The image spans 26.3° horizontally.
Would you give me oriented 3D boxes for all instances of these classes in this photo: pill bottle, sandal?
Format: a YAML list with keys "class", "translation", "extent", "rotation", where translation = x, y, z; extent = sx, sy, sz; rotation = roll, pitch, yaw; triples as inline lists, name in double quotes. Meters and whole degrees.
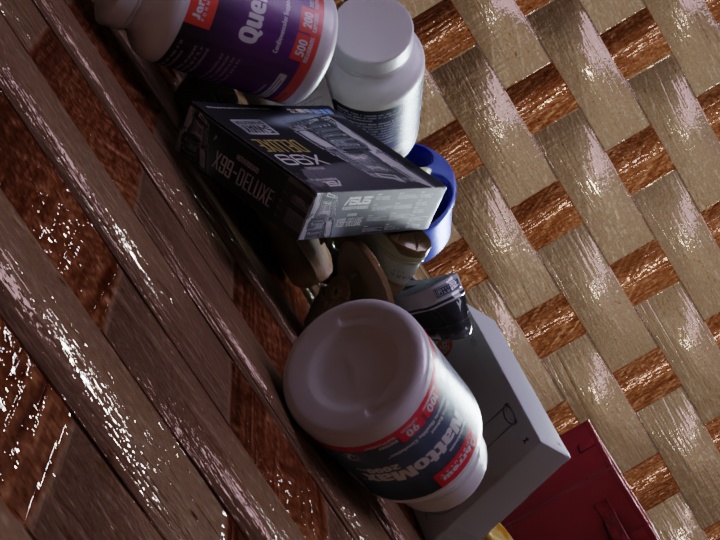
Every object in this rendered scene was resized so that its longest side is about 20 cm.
- class: "pill bottle"
  translation: [-0.128, -0.224, 1.362]
  extent: [0.200, 0.112, 0.112]
  rotation: [15, 29, -28]
- class: "pill bottle"
  translation: [0.010, -0.196, 1.594]
  extent: [0.111, 0.111, 0.200]
  rotation: [61, -12, 21]
- class: "sandal"
  translation: [-0.019, 0.056, 1.440]
  extent: [0.078, 0.070, 0.212]
  rotation: [47, -22, 23]
- class: "pill bottle"
  translation: [0.030, 0.117, 1.229]
  extent: [0.200, 0.120, 0.120]
  rotation: [51, 10, -54]

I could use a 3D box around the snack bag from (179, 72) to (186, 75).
- class: "snack bag"
  translation: [-0.244, -0.297, 1.532]
  extent: [0.189, 0.021, 0.200]
  rotation: [60, 5, 13]

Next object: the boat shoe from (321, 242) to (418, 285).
- class: "boat shoe"
  translation: [0.000, 0.000, 1.600]
  extent: [0.200, 0.075, 0.062]
  rotation: [37, -1, -3]

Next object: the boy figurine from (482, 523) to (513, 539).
- class: "boy figurine"
  translation: [0.146, 0.292, 1.638]
  extent: [0.200, 0.064, 0.124]
  rotation: [55, 3, -4]

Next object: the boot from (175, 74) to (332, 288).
- class: "boot"
  translation: [-0.105, -0.097, 1.525]
  extent: [0.200, 0.066, 0.175]
  rotation: [59, 7, -30]

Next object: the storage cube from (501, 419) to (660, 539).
- class: "storage cube"
  translation: [0.250, 0.314, 1.844]
  extent: [0.171, 0.180, 0.200]
  rotation: [58, 6, -12]

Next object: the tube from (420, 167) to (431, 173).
- class: "tube"
  translation: [0.010, -0.085, 1.617]
  extent: [0.200, 0.058, 0.052]
  rotation: [10, 45, -53]

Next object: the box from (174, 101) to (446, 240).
- class: "box"
  translation: [-0.042, -0.090, 1.368]
  extent: [0.158, 0.050, 0.200]
  rotation: [36, 24, 29]

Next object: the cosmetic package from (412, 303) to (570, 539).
- class: "cosmetic package"
  translation: [0.098, 0.151, 1.476]
  extent: [0.052, 0.151, 0.200]
  rotation: [33, 20, -38]

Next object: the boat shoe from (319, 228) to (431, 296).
- class: "boat shoe"
  translation: [-0.014, -0.048, 1.459]
  extent: [0.074, 0.066, 0.200]
  rotation: [4, 29, -39]

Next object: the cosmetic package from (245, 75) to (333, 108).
- class: "cosmetic package"
  translation: [-0.087, -0.208, 1.537]
  extent: [0.101, 0.071, 0.200]
  rotation: [50, -18, 45]

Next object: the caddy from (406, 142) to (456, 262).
- class: "caddy"
  translation: [0.017, -0.072, 1.807]
  extent: [0.105, 0.200, 0.141]
  rotation: [80, -17, -55]

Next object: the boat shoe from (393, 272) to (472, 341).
- class: "boat shoe"
  translation: [0.049, 0.047, 1.479]
  extent: [0.199, 0.074, 0.068]
  rotation: [-15, -80, 61]
